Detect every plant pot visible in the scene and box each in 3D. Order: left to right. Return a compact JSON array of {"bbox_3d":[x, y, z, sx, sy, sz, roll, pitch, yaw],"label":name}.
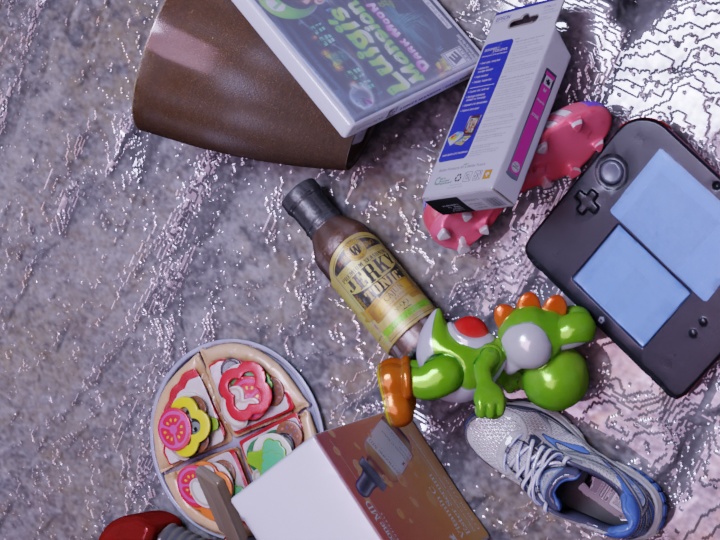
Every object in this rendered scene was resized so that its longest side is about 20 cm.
[{"bbox_3d":[-0.081,-0.177,1.596,0.199,0.187,0.188,25,103,8],"label":"plant pot"}]

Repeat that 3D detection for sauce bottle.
[{"bbox_3d":[0.000,0.000,1.616,0.065,0.065,0.200,-46,75,20],"label":"sauce bottle"}]

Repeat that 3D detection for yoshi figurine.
[{"bbox_3d":[0.120,0.098,1.533,0.198,0.112,0.113,-18,52,5],"label":"yoshi figurine"}]

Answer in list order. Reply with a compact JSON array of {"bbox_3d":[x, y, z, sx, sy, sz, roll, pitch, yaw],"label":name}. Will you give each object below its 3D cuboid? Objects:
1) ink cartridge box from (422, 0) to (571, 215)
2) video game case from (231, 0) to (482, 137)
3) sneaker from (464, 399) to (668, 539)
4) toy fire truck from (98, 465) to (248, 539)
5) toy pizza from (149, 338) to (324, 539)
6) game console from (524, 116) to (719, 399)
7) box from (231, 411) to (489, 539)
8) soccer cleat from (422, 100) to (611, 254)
[{"bbox_3d":[0.126,-0.145,1.517,0.094,0.037,0.201,-5,59,52],"label":"ink cartridge box"},{"bbox_3d":[-0.008,-0.228,1.553,0.200,0.181,0.023,51,143,13],"label":"video game case"},{"bbox_3d":[0.176,0.177,1.532,0.199,0.085,0.078,26,103,22],"label":"sneaker"},{"bbox_3d":[-0.175,0.274,1.681,0.175,0.128,0.202,22,97,23],"label":"toy fire truck"},{"bbox_3d":[-0.128,0.169,1.701,0.198,0.032,0.202,1,93,25],"label":"toy pizza"},{"bbox_3d":[0.263,-0.015,1.512,0.200,0.031,0.177,46,109,17],"label":"game console"},{"bbox_3d":[0.004,0.224,1.551,0.106,0.200,0.153,-39,78,21],"label":"box"},{"bbox_3d":[0.135,-0.097,1.548,0.200,0.067,0.077,-39,43,20],"label":"soccer cleat"}]
